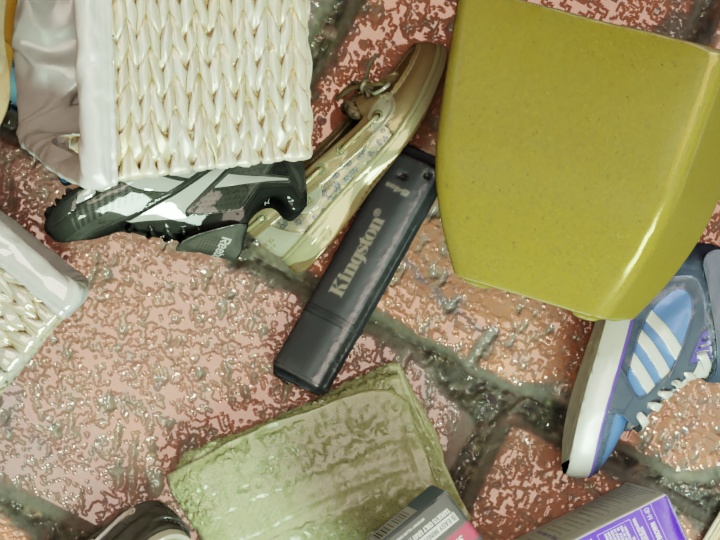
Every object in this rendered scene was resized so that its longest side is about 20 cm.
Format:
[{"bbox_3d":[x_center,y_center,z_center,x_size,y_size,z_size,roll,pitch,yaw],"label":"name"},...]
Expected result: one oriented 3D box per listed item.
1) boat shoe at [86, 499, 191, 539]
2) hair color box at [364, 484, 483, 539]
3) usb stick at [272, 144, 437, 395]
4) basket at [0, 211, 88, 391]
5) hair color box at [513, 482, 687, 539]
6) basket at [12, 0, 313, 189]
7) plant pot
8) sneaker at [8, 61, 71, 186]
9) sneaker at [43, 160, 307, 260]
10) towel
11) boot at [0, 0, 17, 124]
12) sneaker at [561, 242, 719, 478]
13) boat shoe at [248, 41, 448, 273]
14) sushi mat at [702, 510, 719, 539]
[{"bbox_3d":[-0.208,0.243,1.581,0.200,0.057,0.067,-37,129,-4],"label":"boat shoe"},{"bbox_3d":[0.077,0.258,1.502,0.099,0.061,0.200,-38,95,-8],"label":"hair color box"},{"bbox_3d":[0.000,0.000,1.614,0.033,0.055,0.201,36,81,-45],"label":"usb stick"},{"bbox_3d":[-0.309,0.010,1.491,0.198,0.200,0.161,39,89,-5],"label":"basket"},{"bbox_3d":[0.136,0.229,1.597,0.199,0.109,0.065,-24,92,-8],"label":"hair color box"},{"bbox_3d":[-0.135,-0.170,1.410,0.160,0.198,0.201,-8,104,-20],"label":"basket"},{"bbox_3d":[0.159,-0.072,1.550,0.194,0.194,0.201,16,94,18],"label":"plant pot"},{"bbox_3d":[-0.214,-0.108,1.573,0.199,0.078,0.090,19,92,-5],"label":"sneaker"},{"bbox_3d":[-0.122,-0.044,1.537,0.199,0.066,0.091,-20,83,-19],"label":"sneaker"},{"bbox_3d":[-0.029,0.170,1.612,0.199,0.036,0.149,-24,93,-9],"label":"towel"},{"bbox_3d":[-0.260,-0.147,1.400,0.070,0.144,0.202,17,97,-17],"label":"boot"},{"bbox_3d":[0.243,0.077,1.630,0.146,0.081,0.201,18,79,-1],"label":"sneaker"},{"bbox_3d":[-0.008,-0.094,1.604,0.063,0.073,0.200,36,84,-8],"label":"boat shoe"},{"bbox_3d":[0.270,0.282,1.664,0.095,0.012,0.201,33,84,-5],"label":"sushi mat"}]
